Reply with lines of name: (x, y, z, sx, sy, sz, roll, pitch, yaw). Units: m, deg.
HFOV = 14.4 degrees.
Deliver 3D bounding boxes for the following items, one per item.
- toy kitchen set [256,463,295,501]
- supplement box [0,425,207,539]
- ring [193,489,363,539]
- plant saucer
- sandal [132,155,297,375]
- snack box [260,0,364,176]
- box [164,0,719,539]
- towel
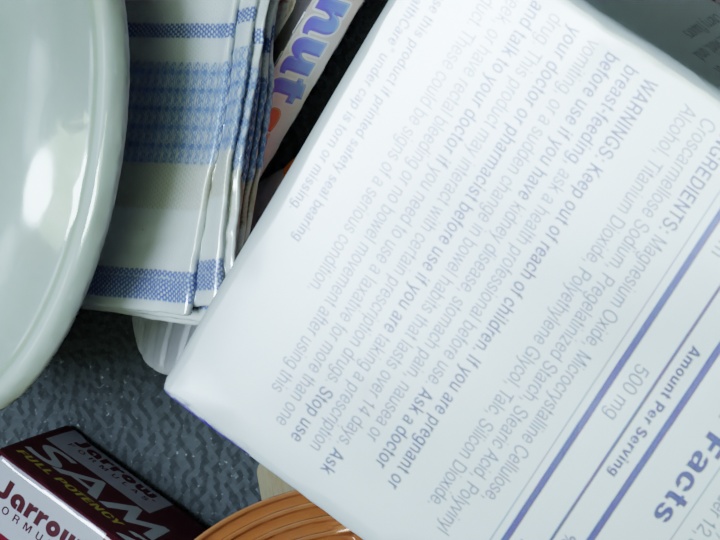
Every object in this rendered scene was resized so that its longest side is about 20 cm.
toy kitchen set: (-0.037, 0.179, 1.016, 0.180, 0.163, 0.200, 121, 145, -55)
supplement box: (-0.130, 0.174, 1.104, 0.109, 0.061, 0.200, 34, 108, 16)
ring: (0.013, 0.160, 0.925, 0.200, 0.200, 0.019, 50, 151, 9)
plant saucer: (-0.149, -0.048, 1.028, 0.200, 0.050, 0.200, -21, 65, 54)
sandal: (-0.001, -0.008, 1.032, 0.207, 0.059, 0.079, -16, 77, 44)
snack box: (-0.030, -0.103, 1.026, 0.200, 0.024, 0.072, -59, 41, 18)
box: (0.077, 0.011, 0.881, 0.200, 0.105, 0.184, 36, 112, 11)
towel: (-0.082, -0.081, 1.031, 0.147, 0.024, 0.200, 4, 85, 42)
